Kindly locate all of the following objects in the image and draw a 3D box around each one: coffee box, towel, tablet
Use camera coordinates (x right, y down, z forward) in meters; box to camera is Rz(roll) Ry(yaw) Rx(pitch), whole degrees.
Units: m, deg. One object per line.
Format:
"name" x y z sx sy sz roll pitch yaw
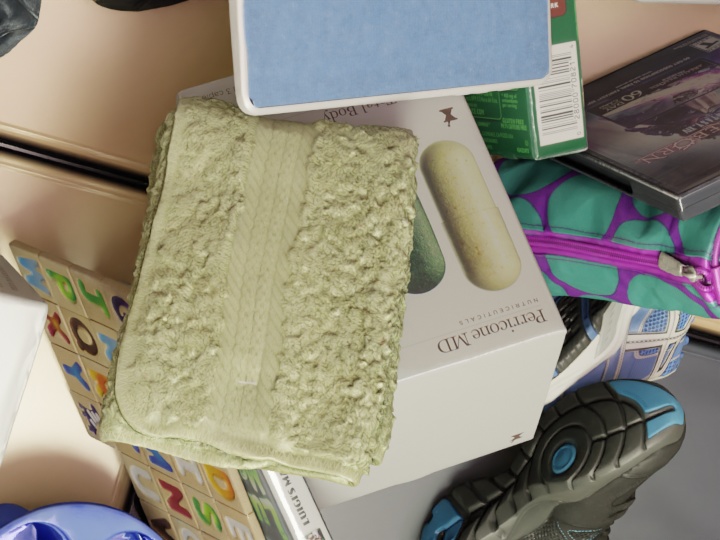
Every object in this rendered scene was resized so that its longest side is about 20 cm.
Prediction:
"coffee box" 0.072 -0.166 1.528 0.044 0.123 0.201 -13 102 -30
"towel" -0.046 0.008 1.368 0.148 0.037 0.201 8 65 2
"tablet" 0.018 -0.154 1.414 0.199 0.014 0.131 -8 100 -32

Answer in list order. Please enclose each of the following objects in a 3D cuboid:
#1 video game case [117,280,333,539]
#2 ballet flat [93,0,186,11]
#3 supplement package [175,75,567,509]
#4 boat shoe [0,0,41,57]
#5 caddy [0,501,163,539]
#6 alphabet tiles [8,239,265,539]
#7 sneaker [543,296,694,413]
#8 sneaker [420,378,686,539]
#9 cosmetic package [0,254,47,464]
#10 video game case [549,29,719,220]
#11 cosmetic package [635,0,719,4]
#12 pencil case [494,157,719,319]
"video game case" -0.076 0.100 1.492 0.023 0.200 0.182 -29 106 -17
"ballet flat" -0.070 -0.207 1.528 0.199 0.057 0.067 -30 149 -8
"supplement package" 0.000 0.000 1.477 0.151 0.151 0.201 -17 66 -12
"boat shoe" -0.202 -0.182 1.429 0.090 0.200 0.071 8 61 -22
"caddy" -0.173 0.225 1.534 0.141 0.105 0.201 7 97 -18
"alphabet tiles" -0.118 0.085 1.493 0.008 0.167 0.201 -33 120 -26
"sneaker" 0.172 0.013 1.624 0.200 0.076 0.077 -43 125 -2
"sneaker" 0.126 0.133 1.594 0.082 0.073 0.200 33 130 -26
"cosmetic package" -0.294 0.055 1.439 0.199 0.167 0.167 16 95 -17
"video game case" 0.190 -0.086 1.529 0.142 0.200 0.019 -25 113 -16
"cosmetic package" 0.244 -0.207 1.599 0.199 0.074 0.102 -1 100 -14
"pencil case" 0.154 -0.018 1.535 0.092 0.199 0.086 -15 106 -43
